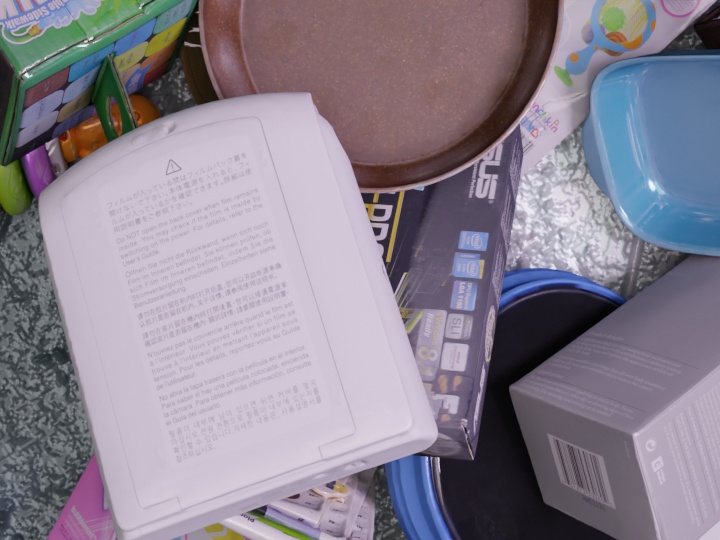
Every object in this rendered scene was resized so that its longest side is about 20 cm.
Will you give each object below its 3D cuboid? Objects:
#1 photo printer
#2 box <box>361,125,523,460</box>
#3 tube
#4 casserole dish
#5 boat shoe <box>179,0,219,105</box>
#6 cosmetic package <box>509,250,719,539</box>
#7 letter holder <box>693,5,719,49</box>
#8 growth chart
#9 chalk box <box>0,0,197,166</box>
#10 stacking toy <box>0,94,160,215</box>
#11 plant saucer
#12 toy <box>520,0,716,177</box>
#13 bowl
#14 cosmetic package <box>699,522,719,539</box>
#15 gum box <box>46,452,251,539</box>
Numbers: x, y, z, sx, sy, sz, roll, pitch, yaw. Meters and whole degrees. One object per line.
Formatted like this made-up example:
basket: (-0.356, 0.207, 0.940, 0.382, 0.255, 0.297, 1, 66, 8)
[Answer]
photo printer: (-0.068, 0.016, 0.700, 0.164, 0.069, 0.202, -20, 74, 3)
box: (0.000, 0.000, 0.786, 0.159, 0.049, 0.202, 5, 61, 14)
tube: (0.019, -0.149, 0.801, 0.076, 0.050, 0.203, 8, 80, 23)
casserole dish: (0.212, -0.067, 0.770, 0.198, 0.039, 0.123, 7, 123, 44)
boat shoe: (-0.073, -0.192, 0.824, 0.072, 0.065, 0.203, 2, 116, -8)
cosmetic package: (0.192, 0.058, 0.777, 0.198, 0.106, 0.091, -29, 113, -24)
letter holder: (0.291, -0.082, 0.780, 0.100, 0.142, 0.201, -33, 96, 7)
growth chart: (-0.046, 0.110, 0.803, 0.143, 0.200, 0.018, 23, 107, -9)
chalk box: (-0.171, -0.150, 0.770, 0.123, 0.125, 0.201, -35, 88, -25)
stacking toy: (-0.216, -0.071, 0.839, 0.197, 0.110, 0.118, -15, 82, -7)
plant saucer: (0.011, -0.140, 0.765, 0.197, 0.034, 0.204, -1, 84, 8)
toy: (0.127, -0.165, 0.826, 0.200, 0.047, 0.115, -43, 98, 13)
bowl: (0.109, 0.099, 0.821, 0.198, 0.039, 0.204, 1, 89, -26)
cosmetic package: (0.246, 0.193, 0.866, 0.150, 0.052, 0.201, 32, 98, -7)
gum box: (-0.100, 0.168, 0.822, 0.066, 0.200, 0.114, 22, 102, -44)
